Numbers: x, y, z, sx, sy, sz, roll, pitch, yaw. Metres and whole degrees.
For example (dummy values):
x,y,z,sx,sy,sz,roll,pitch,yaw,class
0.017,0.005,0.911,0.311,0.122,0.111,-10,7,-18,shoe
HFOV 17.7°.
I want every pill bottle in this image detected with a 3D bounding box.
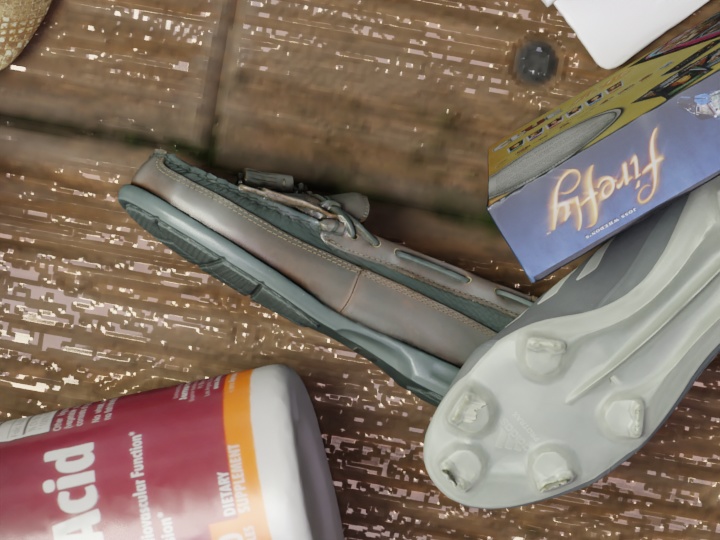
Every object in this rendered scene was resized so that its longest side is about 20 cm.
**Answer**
x,y,z,sx,sy,sz,roll,pitch,yaw,class
-0.112,0.111,0.924,0.200,0.114,0.114,-13,101,5,pill bottle

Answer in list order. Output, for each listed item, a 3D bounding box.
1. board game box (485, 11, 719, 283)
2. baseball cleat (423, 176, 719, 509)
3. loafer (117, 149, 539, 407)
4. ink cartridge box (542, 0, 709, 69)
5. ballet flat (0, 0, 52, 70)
x,y,z,sx,sy,sz,roll,pitch,yaw,class
0.141,-0.072,0.863,0.200,0.136,0.035,-30,99,9,board game box
0.110,0.017,0.897,0.200,0.106,0.070,-38,93,9,baseball cleat
0.000,0.000,0.929,0.200,0.072,0.063,31,82,-10,loafer
0.082,-0.183,0.878,0.116,0.067,0.200,-36,97,8,ink cartridge box
-0.142,-0.171,0.894,0.070,0.065,0.200,12,102,1,ballet flat
